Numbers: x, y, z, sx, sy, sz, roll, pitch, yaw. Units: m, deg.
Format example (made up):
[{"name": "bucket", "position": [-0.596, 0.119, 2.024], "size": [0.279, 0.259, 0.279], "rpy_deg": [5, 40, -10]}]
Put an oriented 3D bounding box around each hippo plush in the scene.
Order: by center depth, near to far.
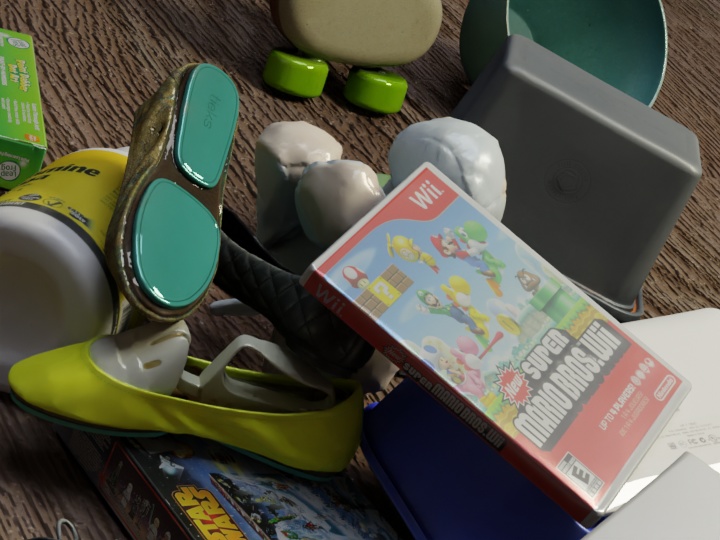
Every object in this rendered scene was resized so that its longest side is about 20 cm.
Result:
[{"name": "hippo plush", "position": [0.024, -0.007, 1.261], "size": [0.161, 0.200, 0.159], "rpy_deg": [-16, 53, -28]}]

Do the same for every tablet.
[{"name": "tablet", "position": [0.170, 0.076, 1.171], "size": [0.200, 0.014, 0.130], "rpy_deg": [-7, 46, -35]}]

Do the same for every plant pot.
[{"name": "plant pot", "position": [0.171, -0.215, 1.928], "size": [0.200, 0.200, 0.135], "rpy_deg": [5, -8, -36]}]

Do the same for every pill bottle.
[{"name": "pill bottle", "position": [-0.171, -0.010, 1.244], "size": [0.112, 0.112, 0.200], "rpy_deg": [26, 23, 7]}]

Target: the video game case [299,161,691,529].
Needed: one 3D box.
[{"name": "video game case", "position": [0.078, 0.036, 1.116], "size": [0.200, 0.017, 0.143], "rpy_deg": [40, 39, 5]}]

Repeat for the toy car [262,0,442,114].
[{"name": "toy car", "position": [-0.031, -0.254, 1.842], "size": [0.158, 0.164, 0.200], "rpy_deg": [9, 18, -29]}]

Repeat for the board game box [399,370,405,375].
[{"name": "board game box", "position": [0.096, 0.028, 1.468], "size": [0.200, 0.062, 0.200], "rpy_deg": [22, 25, -2]}]

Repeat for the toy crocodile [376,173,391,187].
[{"name": "toy crocodile", "position": [0.000, 0.000, 1.405], "size": [0.062, 0.068, 0.200], "rpy_deg": [4, 31, 2]}]

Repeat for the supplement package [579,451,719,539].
[{"name": "supplement package", "position": [0.135, 0.205, 0.986], "size": [0.121, 0.120, 0.200], "rpy_deg": [36, 48, 27]}]

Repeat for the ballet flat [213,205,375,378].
[{"name": "ballet flat", "position": [-0.050, -0.004, 1.181], "size": [0.066, 0.057, 0.200], "rpy_deg": [20, 12, -46]}]

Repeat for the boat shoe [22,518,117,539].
[{"name": "boat shoe", "position": [-0.139, 0.157, 0.986], "size": [0.200, 0.062, 0.075], "rpy_deg": [18, 26, -9]}]

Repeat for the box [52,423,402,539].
[{"name": "box", "position": [-0.066, 0.129, 1.136], "size": [0.137, 0.040, 0.200], "rpy_deg": [4, 30, -39]}]

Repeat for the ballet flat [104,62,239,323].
[{"name": "ballet flat", "position": [-0.113, -0.036, 1.163], "size": [0.071, 0.071, 0.200], "rpy_deg": [19, 46, -10]}]

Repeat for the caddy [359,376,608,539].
[{"name": "caddy", "position": [0.077, 0.135, 1.174], "size": [0.141, 0.105, 0.200], "rpy_deg": [25, 24, -46]}]

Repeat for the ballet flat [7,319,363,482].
[{"name": "ballet flat", "position": [-0.090, 0.061, 1.124], "size": [0.200, 0.067, 0.067], "rpy_deg": [15, 26, -16]}]

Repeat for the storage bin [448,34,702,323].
[{"name": "storage bin", "position": [0.141, -0.070, 1.445], "size": [0.200, 0.134, 0.146], "rpy_deg": [29, 23, -6]}]

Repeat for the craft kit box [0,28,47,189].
[{"name": "craft kit box", "position": [-0.328, -0.138, 1.462], "size": [0.197, 0.049, 0.200], "rpy_deg": [12, 26, -18]}]
